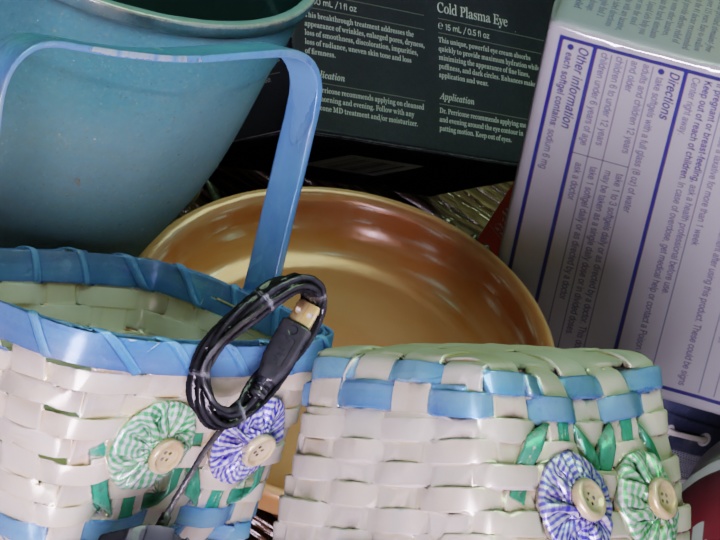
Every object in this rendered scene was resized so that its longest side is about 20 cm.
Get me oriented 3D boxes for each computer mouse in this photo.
[{"bbox_3d":[-0.061,0.091,1.065,0.034,0.201,0.059,19,-11,44],"label":"computer mouse"}]

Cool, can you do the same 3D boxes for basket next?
[{"bbox_3d":[-0.091,0.008,1.133,0.139,0.201,0.176,15,12,41],"label":"basket"},{"bbox_3d":[0.046,0.130,1.118,0.139,0.201,0.176,6,3,38],"label":"basket"}]

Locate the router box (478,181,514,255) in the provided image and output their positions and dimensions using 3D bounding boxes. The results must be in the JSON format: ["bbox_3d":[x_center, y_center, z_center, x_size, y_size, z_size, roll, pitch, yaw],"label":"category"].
[{"bbox_3d":[0.165,-0.027,1.536,0.199,0.180,0.049,7,34,-41],"label":"router box"}]

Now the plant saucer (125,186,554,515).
[{"bbox_3d":[-0.012,0.043,1.303,0.199,0.038,0.201,7,44,-6],"label":"plant saucer"}]

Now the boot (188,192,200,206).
[{"bbox_3d":[-0.104,-0.123,1.425,0.073,0.201,0.075,1,-7,28],"label":"boot"}]

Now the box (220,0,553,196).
[{"bbox_3d":[0.002,-0.144,1.538,0.199,0.104,0.183,8,79,-43],"label":"box"}]

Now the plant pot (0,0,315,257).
[{"bbox_3d":[-0.144,-0.082,1.253,0.199,0.189,0.200,20,28,-11],"label":"plant pot"}]

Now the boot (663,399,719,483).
[{"bbox_3d":[0.192,0.067,1.501,0.073,0.091,0.200,44,27,24],"label":"boot"}]

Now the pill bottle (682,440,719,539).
[{"bbox_3d":[0.183,0.153,1.311,0.113,0.113,0.200,30,24,-4],"label":"pill bottle"}]

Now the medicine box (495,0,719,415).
[{"bbox_3d":[0.173,-0.036,1.357,0.199,0.183,0.103,15,35,6],"label":"medicine box"}]

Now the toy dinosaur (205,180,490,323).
[{"bbox_3d":[0.000,0.000,1.418,0.200,0.077,0.102,43,20,15],"label":"toy dinosaur"}]
